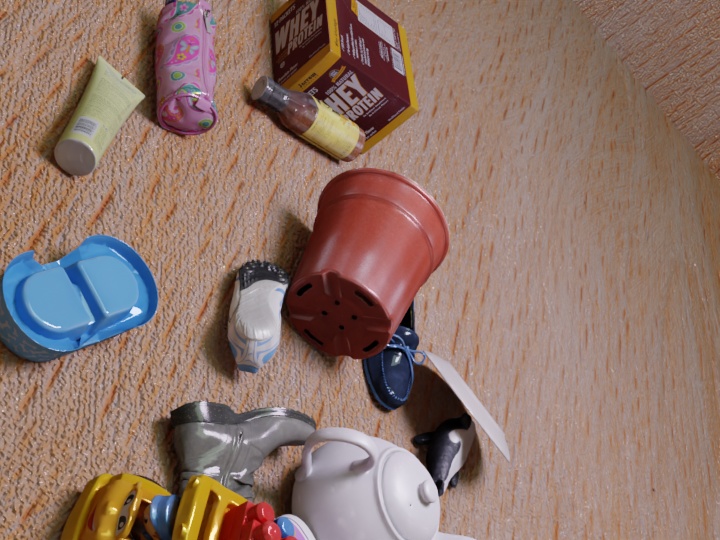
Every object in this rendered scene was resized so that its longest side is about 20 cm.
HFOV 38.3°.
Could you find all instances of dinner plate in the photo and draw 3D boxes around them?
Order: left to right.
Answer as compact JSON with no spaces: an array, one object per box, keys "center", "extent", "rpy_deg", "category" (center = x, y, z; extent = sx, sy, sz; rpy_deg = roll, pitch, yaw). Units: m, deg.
[{"center":[0.158,0.189,1.487],"extent":[0.201,0.024,0.200],"rpy_deg":[52,2,-2],"category":"dinner plate"}]

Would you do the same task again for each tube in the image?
[{"center":[-0.317,-0.189,1.264],"extent":[0.201,0.051,0.059],"rpy_deg":[-82,170,-51],"category":"tube"}]

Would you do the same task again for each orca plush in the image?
[{"center":[0.104,0.258,1.438],"extent":[0.201,0.070,0.106],"rpy_deg":[-57,154,-51],"category":"orca plush"}]

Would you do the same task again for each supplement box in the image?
[{"center":[-0.028,-0.338,1.688],"extent":[0.199,0.132,0.199],"rpy_deg":[27,43,-37],"category":"supplement box"}]

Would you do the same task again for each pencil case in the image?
[{"center":[-0.235,-0.280,1.411],"extent":[0.087,0.087,0.202],"rpy_deg":[27,44,-37],"category":"pencil case"}]

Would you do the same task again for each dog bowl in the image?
[{"center":[-0.301,0.031,1.087],"extent":[0.112,0.049,0.199],"rpy_deg":[60,32,5],"category":"dog bowl"}]

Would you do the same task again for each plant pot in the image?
[{"center":[0.000,0.000,1.398],"extent":[0.201,0.200,0.196],"rpy_deg":[45,43,-17],"category":"plant pot"}]

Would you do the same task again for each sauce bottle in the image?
[{"center":[-0.079,-0.235,1.594],"extent":[0.199,0.066,0.067],"rpy_deg":[29,41,-39],"category":"sauce bottle"}]

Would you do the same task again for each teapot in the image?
[{"center":[0.023,0.272,1.202],"extent":[0.199,0.145,0.200],"rpy_deg":[-2,69,-56],"category":"teapot"}]

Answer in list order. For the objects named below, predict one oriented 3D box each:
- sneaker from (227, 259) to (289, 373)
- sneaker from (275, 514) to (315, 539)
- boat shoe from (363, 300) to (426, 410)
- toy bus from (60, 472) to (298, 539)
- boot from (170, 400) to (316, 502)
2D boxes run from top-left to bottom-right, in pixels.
[{"center":[-0.130,0.051,1.296],"extent":[0.071,0.073,0.201],"rpy_deg":[17,30,-7],"category":"sneaker"},{"center":[-0.058,0.362,1.090],"extent":[0.201,0.073,0.114],"rpy_deg":[51,17,11],"category":"sneaker"},{"center":[0.046,0.098,1.470],"extent":[0.084,0.068,0.202],"rpy_deg":[28,42,-36],"category":"boat shoe"},{"center":[-0.151,0.257,0.961],"extent":[0.199,0.191,0.137],"rpy_deg":[38,38,-23],"category":"toy bus"},{"center":[-0.128,0.222,1.153],"extent":[0.198,0.067,0.132],"rpy_deg":[12,61,-42],"category":"boot"}]
